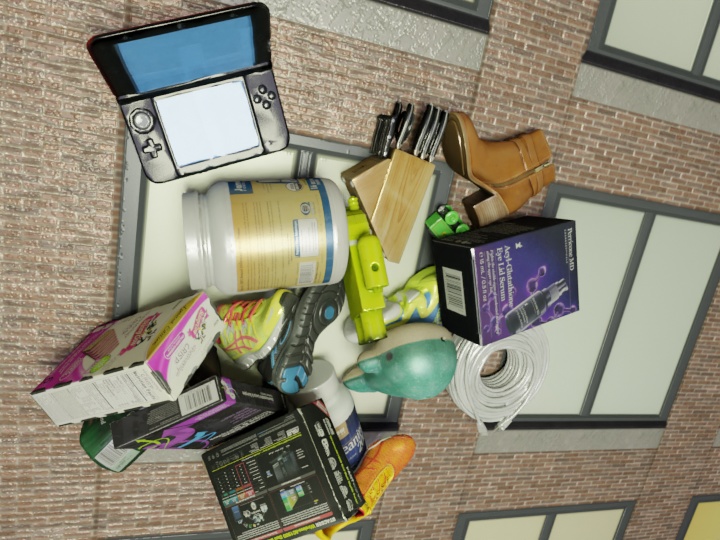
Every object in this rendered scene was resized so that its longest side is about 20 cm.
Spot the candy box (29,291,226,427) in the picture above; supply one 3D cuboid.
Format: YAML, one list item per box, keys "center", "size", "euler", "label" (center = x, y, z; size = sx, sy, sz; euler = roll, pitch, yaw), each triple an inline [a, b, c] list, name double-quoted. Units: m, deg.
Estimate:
- center: [-0.284, 0.109, 0.641]
  size: [0.198, 0.137, 0.061]
  euler: [-16, 116, 22]
  label: "candy box"

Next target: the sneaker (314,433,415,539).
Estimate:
- center: [0.011, 0.324, 0.769]
  size: [0.199, 0.077, 0.073]
  euler: [-37, 117, -17]
  label: "sneaker"

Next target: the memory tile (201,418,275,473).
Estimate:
- center: [-0.159, 0.272, 0.787]
  size: [0.198, 0.017, 0.155]
  euler: [8, 109, 16]
  label: "memory tile"

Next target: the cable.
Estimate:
- center: [0.241, 0.168, 0.917]
  size: [0.199, 0.069, 0.201]
  euler: [-38, 114, -4]
  label: "cable"

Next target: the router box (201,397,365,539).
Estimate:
- center: [-0.109, 0.285, 0.711]
  size: [0.199, 0.062, 0.151]
  euler: [-29, 78, 25]
  label: "router box"

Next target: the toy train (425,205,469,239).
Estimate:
- center: [0.178, -0.025, 0.850]
  size: [0.056, 0.042, 0.200]
  euler: [-40, 115, 9]
  label: "toy train"

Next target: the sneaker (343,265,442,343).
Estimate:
- center: [0.074, 0.082, 0.830]
  size: [0.199, 0.076, 0.106]
  euler: [-30, 115, -8]
  label: "sneaker"

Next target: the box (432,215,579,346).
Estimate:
- center: [0.224, 0.008, 0.790]
  size: [0.198, 0.104, 0.150]
  euler: [-16, 105, -22]
  label: "box"

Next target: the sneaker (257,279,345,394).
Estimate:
- center: [-0.091, 0.078, 0.774]
  size: [0.073, 0.081, 0.201]
  euler: [40, 70, -41]
  label: "sneaker"

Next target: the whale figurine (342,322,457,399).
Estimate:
- center: [0.060, 0.158, 0.795]
  size: [0.158, 0.105, 0.200]
  euler: [11, 143, -42]
  label: "whale figurine"

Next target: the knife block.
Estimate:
- center: [0.070, -0.136, 0.763]
  size: [0.174, 0.064, 0.201]
  euler: [-29, 114, -7]
  label: "knife block"

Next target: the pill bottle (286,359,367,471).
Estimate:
- center: [-0.056, 0.248, 0.821]
  size: [0.110, 0.111, 0.202]
  euler: [-19, 113, -11]
  label: "pill bottle"

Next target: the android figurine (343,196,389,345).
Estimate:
- center: [0.000, 0.000, 0.722]
  size: [0.041, 0.182, 0.202]
  euler: [-8, 78, -9]
  label: "android figurine"

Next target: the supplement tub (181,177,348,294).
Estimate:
- center: [-0.126, -0.046, 0.683]
  size: [0.198, 0.145, 0.146]
  euler: [-6, 109, -17]
  label: "supplement tub"

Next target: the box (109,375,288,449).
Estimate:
- center: [-0.193, 0.189, 0.665]
  size: [0.142, 0.036, 0.200]
  euler: [-25, 158, 6]
  label: "box"

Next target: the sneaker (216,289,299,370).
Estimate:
- center: [-0.155, 0.073, 0.709]
  size: [0.090, 0.078, 0.200]
  euler: [38, 136, -11]
  label: "sneaker"

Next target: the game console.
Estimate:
- center: [-0.190, -0.204, 0.625]
  size: [0.198, 0.119, 0.174]
  euler: [-18, 112, -11]
  label: "game console"

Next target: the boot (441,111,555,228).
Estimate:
- center: [0.217, -0.177, 0.790]
  size: [0.154, 0.077, 0.201]
  euler: [-30, 117, -5]
  label: "boot"

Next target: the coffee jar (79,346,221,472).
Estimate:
- center: [-0.286, 0.176, 0.726]
  size: [0.200, 0.104, 0.085]
  euler: [-42, 113, -2]
  label: "coffee jar"
